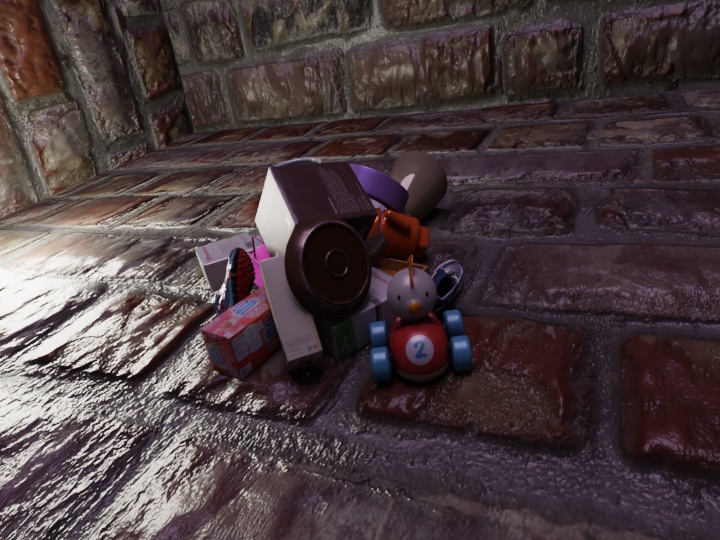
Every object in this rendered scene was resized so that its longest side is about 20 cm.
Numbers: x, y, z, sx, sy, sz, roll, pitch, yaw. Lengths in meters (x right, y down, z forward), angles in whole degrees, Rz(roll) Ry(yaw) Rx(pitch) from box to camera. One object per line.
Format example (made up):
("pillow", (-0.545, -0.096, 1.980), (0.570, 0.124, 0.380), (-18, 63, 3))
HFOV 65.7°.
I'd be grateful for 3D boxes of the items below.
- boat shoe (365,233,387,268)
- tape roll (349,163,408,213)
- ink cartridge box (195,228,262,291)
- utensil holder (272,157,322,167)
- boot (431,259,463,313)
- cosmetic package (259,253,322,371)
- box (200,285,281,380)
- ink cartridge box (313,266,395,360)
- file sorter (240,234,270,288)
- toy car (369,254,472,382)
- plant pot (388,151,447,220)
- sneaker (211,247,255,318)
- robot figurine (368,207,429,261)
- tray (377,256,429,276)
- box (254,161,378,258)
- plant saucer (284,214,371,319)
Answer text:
("boat shoe", (0.000, 0.000, 1.304), (0.071, 0.069, 0.200), (15, 56, 48))
("tape roll", (0.027, -0.204, 1.479), (0.197, 0.199, 0.067), (16, 78, 42))
("ink cartridge box", (-0.340, -0.033, 1.537), (0.196, 0.086, 0.145), (-19, 27, -19))
("utensil holder", (-0.184, -0.230, 1.743), (0.165, 0.205, 0.171), (-8, 24, 4))
("boot", (0.187, 0.027, 1.191), (0.200, 0.073, 0.090), (-47, 1, -41))
("cosmetic package", (-0.135, 0.081, 1.080), (0.071, 0.204, 0.104), (-14, -17, -12))
("box", (-0.221, 0.122, 1.162), (0.094, 0.102, 0.199), (9, 33, 35))
("ink cartridge box", (-0.010, 0.083, 1.173), (0.197, 0.086, 0.145), (-25, 32, -28))
("file sorter", (-0.182, -0.053, 1.346), (0.138, 0.126, 0.200), (38, 65, 10))
("toy car", (0.098, 0.075, 1.016), (0.179, 0.205, 0.178), (-9, 25, 4))
("plant pot", (0.141, -0.217, 1.650), (0.183, 0.190, 0.201), (5, 41, 29))
("sneaker", (-0.295, 0.050, 1.238), (0.093, 0.206, 0.079), (0, -8, 28))
("robot figurine", (0.077, -0.093, 1.421), (0.195, 0.120, 0.144), (14, 7, -6))
("tray", (0.061, 0.009, 1.358), (0.197, 0.038, 0.098), (14, 35, 39))
("box", (-0.098, -0.114, 1.201), (0.196, 0.167, 0.166), (-10, 57, -31))
("plant saucer", (-0.051, -0.010, 1.061), (0.198, 0.204, 0.034), (-30, 9, -37))
